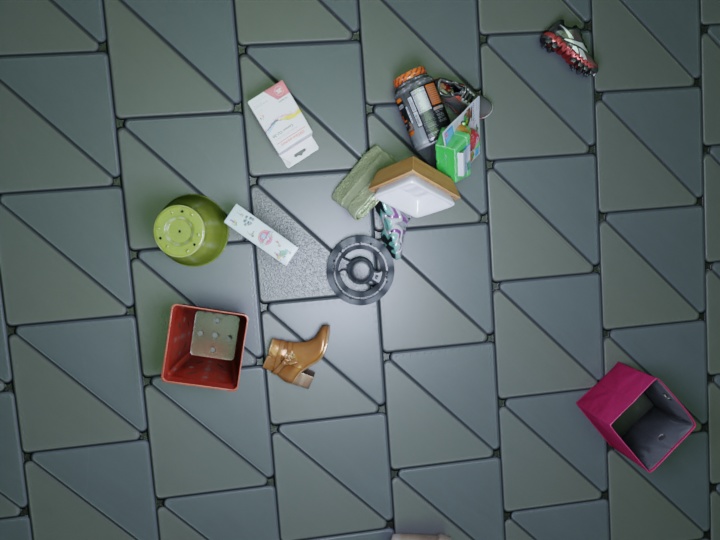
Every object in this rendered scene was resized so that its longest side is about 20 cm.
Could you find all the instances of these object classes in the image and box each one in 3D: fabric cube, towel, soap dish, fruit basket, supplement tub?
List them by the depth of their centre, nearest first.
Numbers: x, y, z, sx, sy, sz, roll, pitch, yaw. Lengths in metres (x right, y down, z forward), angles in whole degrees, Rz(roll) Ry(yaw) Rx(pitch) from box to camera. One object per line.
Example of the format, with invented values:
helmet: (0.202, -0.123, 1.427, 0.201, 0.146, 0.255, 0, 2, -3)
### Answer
soap dish: (0.143, -0.217, 1.474, 0.198, 0.156, 0.083, 20, 66, -41)
fruit basket: (0.283, -0.341, 1.527, 0.200, 0.093, 0.187, -42, 141, -29)
towel: (0.017, -0.247, 1.565, 0.201, 0.148, 0.036, -49, 141, 2)
supplement tub: (0.172, -0.450, 1.565, 0.121, 0.123, 0.203, -24, 96, -4)
fabric cube: (0.809, 0.426, 1.665, 0.200, 0.199, 0.197, -43, 97, -1)

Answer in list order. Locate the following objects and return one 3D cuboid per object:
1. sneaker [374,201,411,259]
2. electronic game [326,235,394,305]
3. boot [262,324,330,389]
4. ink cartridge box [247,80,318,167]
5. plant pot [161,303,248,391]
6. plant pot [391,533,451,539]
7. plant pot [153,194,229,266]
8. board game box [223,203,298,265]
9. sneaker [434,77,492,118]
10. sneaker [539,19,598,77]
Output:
sneaker: (0.125, -0.142, 1.609, 0.138, 0.077, 0.203, -24, 118, -23)
electronic game: (0.000, 0.000, 1.620, 0.196, 0.042, 0.204, 0, 98, 1)
boot: (-0.181, 0.224, 1.605, 0.152, 0.074, 0.203, 25, 89, -3)
ink cartridge box: (-0.209, -0.401, 1.554, 0.115, 0.067, 0.202, -32, 97, -3)
plant pot: (-0.407, 0.193, 1.523, 0.196, 0.176, 0.204, 9, 93, -7)
plant pot: (0.161, 0.860, 1.643, 0.170, 0.200, 0.204, 13, 93, 9)
plant pot: (-0.459, -0.105, 1.487, 0.196, 0.193, 0.205, -1, 94, -7)
board game box: (-0.267, -0.094, 1.532, 0.199, 0.147, 0.065, 36, 88, -8)
sneaker: (0.289, -0.489, 1.596, 0.196, 0.082, 0.078, 18, 92, -7)
sneaker: (0.620, -0.647, 1.626, 0.199, 0.071, 0.099, 35, 92, -6)
